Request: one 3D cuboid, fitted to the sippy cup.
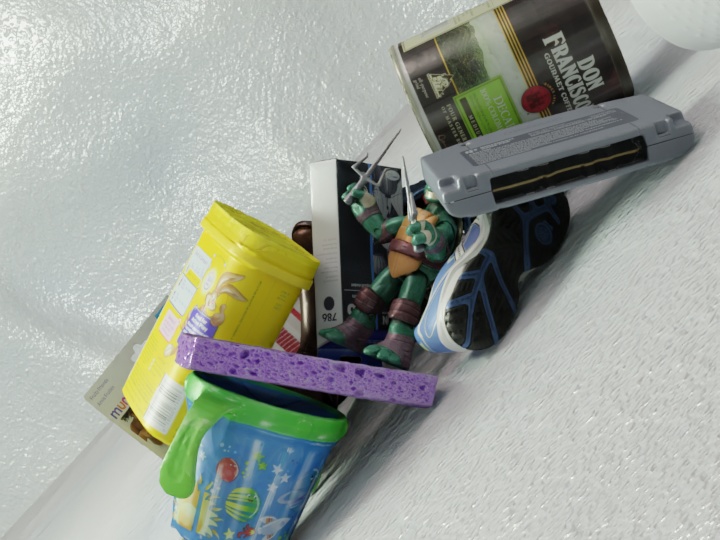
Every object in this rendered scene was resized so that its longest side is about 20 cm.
[{"bbox_3d":[-0.093,0.163,1.141,0.140,0.177,0.131,18,91,64],"label":"sippy cup"}]

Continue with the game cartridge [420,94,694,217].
[{"bbox_3d":[0.152,-0.094,1.115,0.199,0.041,0.133,-16,20,-1],"label":"game cartridge"}]

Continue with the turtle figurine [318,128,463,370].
[{"bbox_3d":[0.039,-0.020,1.202,0.150,0.100,0.201,11,80,66],"label":"turtle figurine"}]

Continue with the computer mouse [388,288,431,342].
[{"bbox_3d":[0.099,-0.008,1.258,0.200,0.059,0.034,-43,1,21],"label":"computer mouse"}]

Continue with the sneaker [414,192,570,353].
[{"bbox_3d":[0.106,-0.010,1.155,0.200,0.076,0.077,-51,13,-33],"label":"sneaker"}]

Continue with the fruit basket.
[{"bbox_3d":[-0.151,0.129,1.391,0.094,0.200,0.185,-42,9,38],"label":"fruit basket"}]

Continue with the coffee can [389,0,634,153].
[{"bbox_3d":[0.148,-0.196,1.367,0.199,0.147,0.146,-25,12,9],"label":"coffee can"}]

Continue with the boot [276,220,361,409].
[{"bbox_3d":[-0.059,0.078,1.287,0.064,0.187,0.200,-5,29,35],"label":"boot"}]

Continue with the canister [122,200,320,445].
[{"bbox_3d":[-0.131,0.052,1.259,0.200,0.086,0.149,-62,26,4],"label":"canister"}]

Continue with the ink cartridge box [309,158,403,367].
[{"bbox_3d":[0.000,0.000,1.295,0.039,0.201,0.099,-5,-4,39],"label":"ink cartridge box"}]

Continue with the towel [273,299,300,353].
[{"bbox_3d":[-0.089,0.069,1.409,0.200,0.144,0.023,-34,-25,-39],"label":"towel"}]

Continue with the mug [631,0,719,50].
[{"bbox_3d":[0.288,-0.277,1.055,0.148,0.200,0.175,-55,17,-20],"label":"mug"}]

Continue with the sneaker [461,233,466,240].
[{"bbox_3d":[0.058,0.020,1.359,0.200,0.077,0.080,-36,39,50],"label":"sneaker"}]

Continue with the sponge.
[{"bbox_3d":[-0.047,0.081,1.136,0.112,0.199,0.030,172,109,-78],"label":"sponge"}]

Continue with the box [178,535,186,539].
[{"bbox_3d":[-0.156,0.265,1.239,0.145,0.036,0.200,-61,1,24],"label":"box"}]

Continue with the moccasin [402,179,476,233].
[{"bbox_3d":[0.077,-0.053,1.412,0.200,0.081,0.068,-22,22,-25],"label":"moccasin"}]
